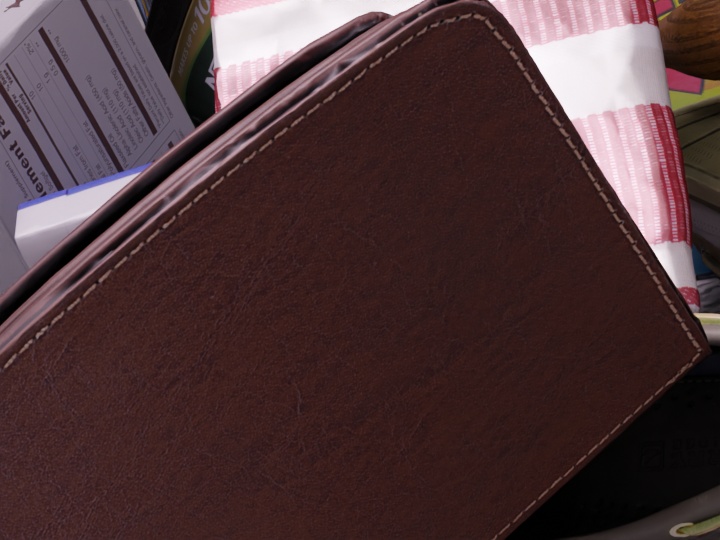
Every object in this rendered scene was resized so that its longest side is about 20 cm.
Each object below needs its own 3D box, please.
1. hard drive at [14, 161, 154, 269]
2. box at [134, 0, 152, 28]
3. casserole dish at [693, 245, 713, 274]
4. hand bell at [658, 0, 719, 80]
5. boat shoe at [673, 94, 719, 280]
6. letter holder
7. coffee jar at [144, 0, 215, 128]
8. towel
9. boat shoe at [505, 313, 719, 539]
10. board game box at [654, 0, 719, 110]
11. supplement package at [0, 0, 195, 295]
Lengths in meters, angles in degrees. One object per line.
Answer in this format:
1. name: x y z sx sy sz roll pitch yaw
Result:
1. hard drive: 0.000 0.000 0.745 0.199 0.132 0.025 -17 41 12
2. box: -0.073 -0.105 1.022 0.038 0.201 0.137 -22 -6 -7
3. casserole dish: 0.188 -0.043 0.838 0.200 0.039 0.121 -9 18 35
4. hand bell: 0.160 -0.085 0.697 0.104 0.104 0.200 -28 14 -30
5. boat shoe: 0.142 -0.016 0.725 0.075 0.069 0.200 -21 16 -3
6. letter holder: -0.042 0.021 0.513 0.200 0.142 0.101 -42 41 -4
7. coffee jar: -0.005 -0.068 0.865 0.085 0.105 0.200 -10 42 -42
8. towel: 0.024 -0.056 0.676 0.144 0.023 0.201 -13 57 12
9. boat shoe: 0.043 0.051 0.580 0.201 0.072 0.060 -10 -27 28
10. board game box: 0.156 -0.121 0.904 0.199 0.102 0.048 -16 5 -24
11. supplement package: -0.170 -0.026 0.853 0.200 0.156 0.111 -3 38 36
